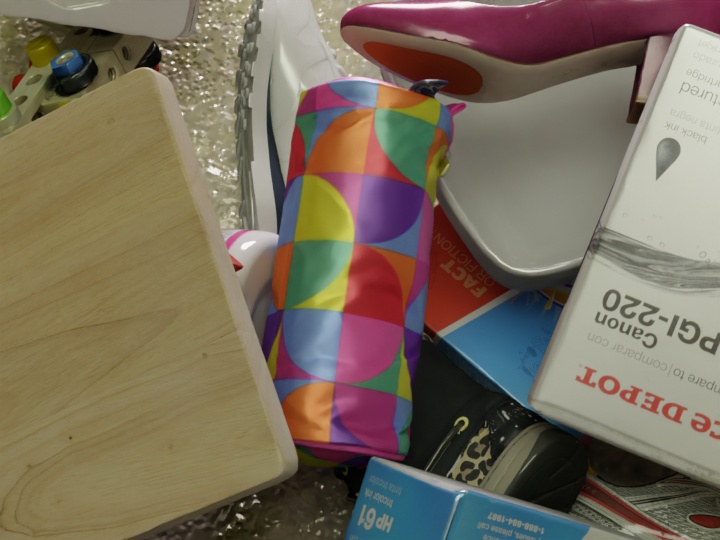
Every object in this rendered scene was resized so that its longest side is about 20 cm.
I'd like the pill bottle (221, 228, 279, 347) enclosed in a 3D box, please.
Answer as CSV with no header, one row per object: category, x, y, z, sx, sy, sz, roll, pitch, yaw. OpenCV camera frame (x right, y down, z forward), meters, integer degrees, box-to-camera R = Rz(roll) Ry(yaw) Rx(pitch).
pill bottle,-0.136,0.033,0.976,0.200,0.113,0.114,3,62,22

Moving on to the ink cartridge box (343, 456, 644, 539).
ink cartridge box,0.048,0.203,0.844,0.144,0.085,0.200,20,85,-32

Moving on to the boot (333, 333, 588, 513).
boot,0.007,0.130,0.966,0.204,0.073,0.154,-51,49,3

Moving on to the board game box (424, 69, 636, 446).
board game box,0.125,-0.009,1.043,0.153,0.040,0.200,40,71,20

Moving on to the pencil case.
pencil case,0.000,0.000,0.923,0.088,0.088,0.200,9,79,7

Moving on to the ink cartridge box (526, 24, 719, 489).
ink cartridge box,0.183,0.002,0.891,0.145,0.085,0.200,22,93,8

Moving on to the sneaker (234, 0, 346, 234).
sneaker,-0.031,-0.085,1.080,0.080,0.076,0.200,0,67,-10

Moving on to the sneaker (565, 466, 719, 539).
sneaker,0.188,0.137,0.946,0.200,0.078,0.082,7,63,6

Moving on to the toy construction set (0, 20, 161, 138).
toy construction set,-0.197,-0.115,1.092,0.131,0.092,0.200,-7,52,27

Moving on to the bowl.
bowl,0.122,-0.087,1.018,0.199,0.075,0.200,-21,65,-8

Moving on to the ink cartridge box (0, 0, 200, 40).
ink cartridge box,-0.164,-0.231,1.088,0.146,0.084,0.200,6,38,-12

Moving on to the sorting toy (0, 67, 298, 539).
sorting toy,-0.138,0.038,0.878,0.200,0.070,0.199,-24,75,18

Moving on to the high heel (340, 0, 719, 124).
high heel,0.092,-0.137,0.967,0.200,0.067,0.096,12,73,-7
